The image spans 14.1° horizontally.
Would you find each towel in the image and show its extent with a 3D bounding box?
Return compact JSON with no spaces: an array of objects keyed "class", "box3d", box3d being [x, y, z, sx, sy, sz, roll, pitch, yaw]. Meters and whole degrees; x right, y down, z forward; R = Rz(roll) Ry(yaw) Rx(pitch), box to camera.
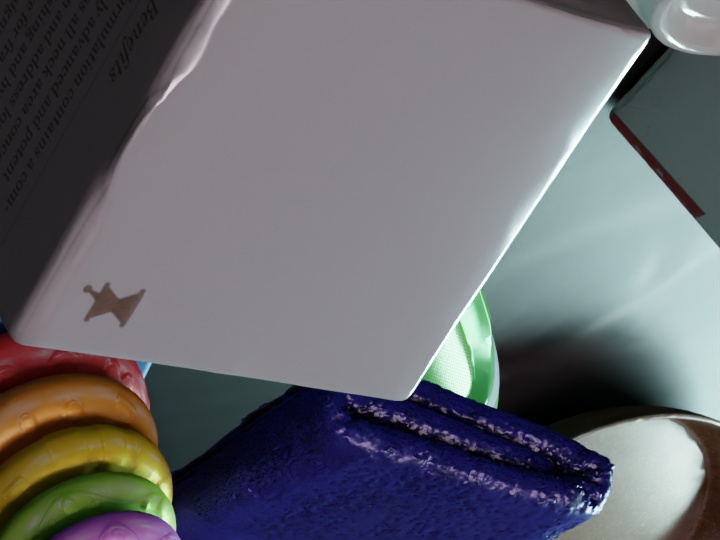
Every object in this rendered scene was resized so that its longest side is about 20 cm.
[{"class":"towel","box3d":[-0.010,0.097,1.200,0.148,0.050,0.200,18,148,-31]}]

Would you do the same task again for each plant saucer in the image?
[{"class":"plant saucer","box3d":[0.103,0.135,1.409,0.200,0.034,0.200,-17,136,-17]}]

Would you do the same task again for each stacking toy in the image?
[{"class":"stacking toy","box3d":[-0.107,0.106,1.122,0.110,0.200,0.116,5,127,-36]}]

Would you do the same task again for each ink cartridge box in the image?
[{"class":"ink cartridge box","box3d":[0.220,-0.016,1.254,0.083,0.147,0.200,-47,138,12]}]

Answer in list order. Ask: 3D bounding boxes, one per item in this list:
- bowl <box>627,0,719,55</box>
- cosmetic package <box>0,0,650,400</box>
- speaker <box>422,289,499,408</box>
[{"class":"bowl","box3d":[0.140,-0.139,1.065,0.201,0.094,0.201,-10,159,-4]},{"class":"cosmetic package","box3d":[-0.048,-0.088,0.975,0.166,0.200,0.167,11,123,-39]},{"class":"speaker","box3d":[0.000,0.000,1.177,0.088,0.088,0.200,-28,138,-6]}]
